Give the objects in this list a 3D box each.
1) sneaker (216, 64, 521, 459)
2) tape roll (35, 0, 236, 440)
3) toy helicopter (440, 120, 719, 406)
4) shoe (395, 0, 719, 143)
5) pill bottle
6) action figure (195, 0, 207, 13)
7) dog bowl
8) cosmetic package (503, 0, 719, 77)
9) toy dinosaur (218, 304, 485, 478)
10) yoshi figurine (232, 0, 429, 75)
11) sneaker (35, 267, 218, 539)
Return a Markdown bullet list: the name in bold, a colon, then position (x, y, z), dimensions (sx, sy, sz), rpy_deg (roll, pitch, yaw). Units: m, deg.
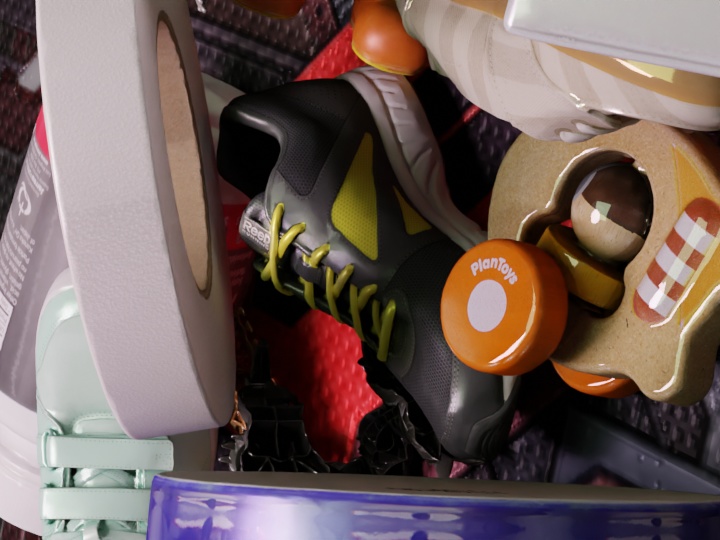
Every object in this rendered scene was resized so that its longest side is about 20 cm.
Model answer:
- **sneaker**: position (0.000, 0.000, 0.982), dimensions (0.200, 0.084, 0.075), rpy_deg (-116, 28, -44)
- **tape roll**: position (-0.080, -0.039, 0.940), dimensions (0.203, 0.037, 0.203), rpy_deg (-8, -90, -88)
- **toy helicopter**: position (0.124, -0.019, 0.855), dimensions (0.200, 0.079, 0.133), rpy_deg (7, 85, 44)
- **shoe**: position (0.072, -0.074, 0.859), dimensions (0.200, 0.070, 0.054), rpy_deg (35, 129, 58)
- **pill bottle**: position (-0.110, 0.015, 1.128), dimensions (0.111, 0.110, 0.200), rpy_deg (47, 126, 45)
- **action figure**: position (-0.093, -0.162, 1.112), dimensions (0.200, 0.119, 0.102), rpy_deg (41, 119, 61)
- **dog bowl**: position (0.026, 0.111, 0.858), dimensions (0.200, 0.200, 0.079), rpy_deg (-2, 84, 54)
- **cosmetic package**: position (0.150, -0.147, 0.674), dimensions (0.166, 0.167, 0.201), rpy_deg (12, 100, 15)
- **toy dinosaur**: position (-0.022, 0.098, 1.025), dimensions (0.200, 0.102, 0.136), rpy_deg (43, 143, 21)
- **yoshi figurine**: position (0.020, -0.175, 0.965), dimensions (0.112, 0.112, 0.200), rpy_deg (44, 122, 37)
- **sneaker**: position (-0.102, 0.105, 1.038), dimensions (0.118, 0.074, 0.201), rpy_deg (-63, -31, -69)
